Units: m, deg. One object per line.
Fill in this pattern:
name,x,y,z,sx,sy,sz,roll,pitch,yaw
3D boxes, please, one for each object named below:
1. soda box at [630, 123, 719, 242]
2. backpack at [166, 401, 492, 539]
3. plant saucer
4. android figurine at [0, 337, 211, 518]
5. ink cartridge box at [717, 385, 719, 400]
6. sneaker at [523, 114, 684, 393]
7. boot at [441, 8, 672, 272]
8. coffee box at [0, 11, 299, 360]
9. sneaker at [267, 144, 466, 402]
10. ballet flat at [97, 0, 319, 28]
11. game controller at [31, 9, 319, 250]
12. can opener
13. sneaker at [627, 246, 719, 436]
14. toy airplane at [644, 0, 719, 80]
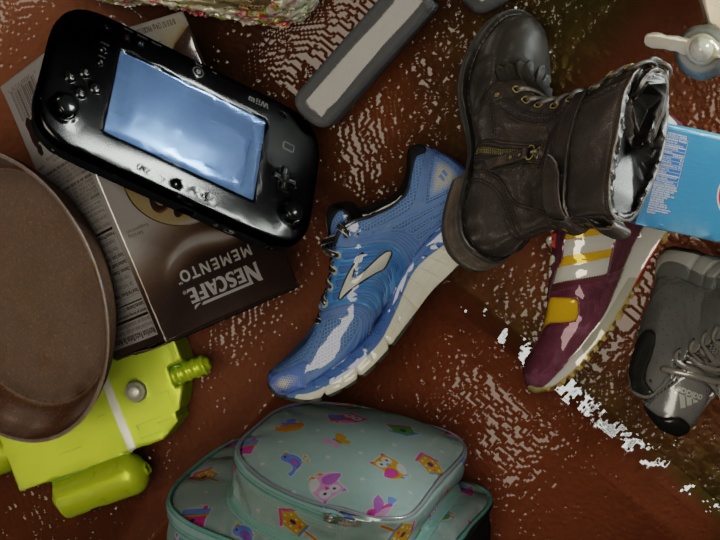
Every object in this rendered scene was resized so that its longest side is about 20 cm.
soda box,0.249,-0.045,1.095,0.200,0.068,0.064,11,97,-19
backpack,-0.028,0.173,1.144,0.200,0.176,0.153,5,111,21
plant saucer,-0.228,0.014,1.166,0.200,0.034,0.200,12,111,35
android figurine,-0.201,0.077,1.237,0.200,0.041,0.182,-19,91,13
ink cartridge box,0.333,0.050,1.097,0.109,0.050,0.200,33,115,-27
sneaker,0.145,-0.018,1.156,0.090,0.075,0.200,32,90,3
boot,0.129,-0.093,1.080,0.069,0.174,0.200,20,66,-26
coffee box,-0.139,-0.055,1.168,0.080,0.113,0.200,-21,93,55
sneaker,0.000,0.000,1.172,0.089,0.079,0.200,38,92,-10
ballet flat,-0.122,-0.208,1.186,0.200,0.064,0.076,8,97,9
game controller,-0.113,-0.088,1.118,0.200,0.042,0.104,25,64,-28
can opener,0.039,-0.167,1.168,0.200,0.053,0.066,-43,88,11
sneaker,0.227,0.053,1.082,0.075,0.200,0.116,27,86,-17
toy airplane,0.193,-0.214,1.069,0.141,0.199,0.200,-18,48,-11
